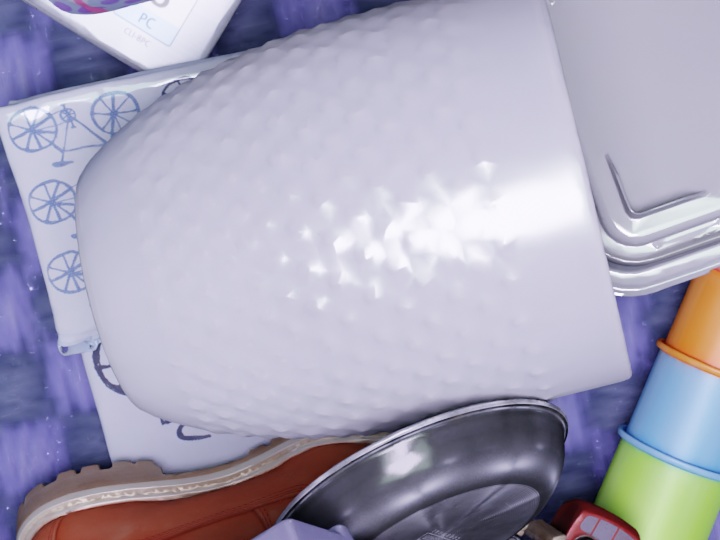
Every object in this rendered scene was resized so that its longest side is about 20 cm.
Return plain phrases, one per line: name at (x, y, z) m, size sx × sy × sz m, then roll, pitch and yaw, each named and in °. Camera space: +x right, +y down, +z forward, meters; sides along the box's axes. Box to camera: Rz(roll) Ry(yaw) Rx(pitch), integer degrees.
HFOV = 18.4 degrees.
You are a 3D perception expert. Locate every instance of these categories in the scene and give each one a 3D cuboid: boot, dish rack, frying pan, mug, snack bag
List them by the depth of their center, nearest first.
frying pan at (-0.011, 0.096, 0.779) m, size 0.189 × 0.115 × 0.031 m, roll -23°, pitch 64°, yaw -4°
mug at (0.000, 0.000, 0.810) m, size 0.174 × 0.200 × 0.148 m, roll -13°, pitch 57°, yaw 5°
dish rack at (0.152, -0.097, 0.867) m, size 0.199 × 0.044 × 0.173 m, roll -19°, pitch 84°, yaw 0°
boot at (-0.037, 0.123, 0.881) m, size 0.199 × 0.108 × 0.075 m, roll -13°, pitch 125°, yaw 1°
snack bag at (-0.032, 0.005, 0.887) m, size 0.187 × 0.021 × 0.201 m, roll -11°, pitch 115°, yaw 0°

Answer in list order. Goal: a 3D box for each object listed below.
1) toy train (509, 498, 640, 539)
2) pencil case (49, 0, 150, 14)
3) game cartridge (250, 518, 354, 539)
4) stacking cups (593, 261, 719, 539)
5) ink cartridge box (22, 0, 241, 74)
toy train at (0.089, 0.114, 0.867) m, size 0.199 × 0.034 × 0.046 m, roll 32°, pitch 90°, yaw -13°
pencil case at (-0.050, -0.151, 0.747) m, size 0.083 × 0.200 × 0.091 m, roll 9°, pitch 75°, yaw -35°
game cartridge at (-0.015, 0.143, 0.790) m, size 0.129 × 0.200 × 0.039 m, roll -29°, pitch 60°, yaw 24°
stacking cups at (0.141, 0.060, 0.911) m, size 0.060 × 0.061 × 0.201 m, roll 23°, pitch 97°, yaw -7°
ink cartridge box at (-0.086, -0.194, 0.856) m, size 0.159 × 0.047 × 0.201 m, roll 31°, pitch 99°, yaw -8°
